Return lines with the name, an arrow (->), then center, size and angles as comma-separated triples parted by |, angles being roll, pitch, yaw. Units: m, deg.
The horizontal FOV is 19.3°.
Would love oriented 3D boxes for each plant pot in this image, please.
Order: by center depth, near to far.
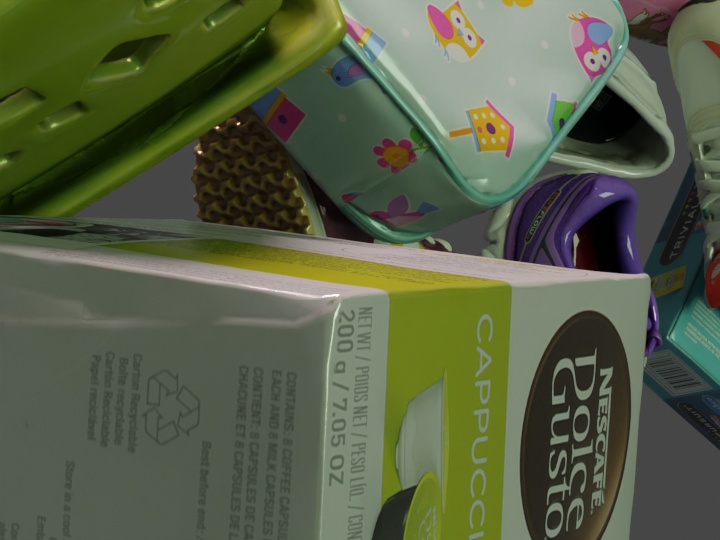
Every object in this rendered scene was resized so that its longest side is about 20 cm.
plant pot -> -0.131, -0.121, 0.704 | 0.200, 0.199, 0.181 | 63, 13, 21

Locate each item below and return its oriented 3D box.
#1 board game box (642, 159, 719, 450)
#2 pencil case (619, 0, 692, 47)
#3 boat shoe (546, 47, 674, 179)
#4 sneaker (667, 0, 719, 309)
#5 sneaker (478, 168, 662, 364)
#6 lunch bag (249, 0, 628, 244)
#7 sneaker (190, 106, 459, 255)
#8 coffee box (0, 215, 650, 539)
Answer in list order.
board game box -> 0.226, 0.002, 1.097 | 0.151, 0.047, 0.200 | 41, 60, -23
pencil case -> 0.140, -0.162, 1.045 | 0.199, 0.083, 0.087 | 9, 46, -35
boat shoe -> 0.069, -0.094, 0.972 | 0.199, 0.074, 0.065 | 14, 31, -33
sneaker -> 0.192, -0.031, 1.005 | 0.093, 0.070, 0.200 | -36, 104, -41
sneaker -> 0.098, 0.050, 0.970 | 0.080, 0.083, 0.201 | 4, 79, -36
lunch bag -> 0.012, -0.118, 0.867 | 0.200, 0.077, 0.160 | 49, 48, -11
sneaker -> 0.000, 0.000, 0.919 | 0.090, 0.075, 0.201 | -36, 110, -38
coffee box -> -0.042, 0.090, 0.662 | 0.198, 0.199, 0.201 | -2, 98, -58
